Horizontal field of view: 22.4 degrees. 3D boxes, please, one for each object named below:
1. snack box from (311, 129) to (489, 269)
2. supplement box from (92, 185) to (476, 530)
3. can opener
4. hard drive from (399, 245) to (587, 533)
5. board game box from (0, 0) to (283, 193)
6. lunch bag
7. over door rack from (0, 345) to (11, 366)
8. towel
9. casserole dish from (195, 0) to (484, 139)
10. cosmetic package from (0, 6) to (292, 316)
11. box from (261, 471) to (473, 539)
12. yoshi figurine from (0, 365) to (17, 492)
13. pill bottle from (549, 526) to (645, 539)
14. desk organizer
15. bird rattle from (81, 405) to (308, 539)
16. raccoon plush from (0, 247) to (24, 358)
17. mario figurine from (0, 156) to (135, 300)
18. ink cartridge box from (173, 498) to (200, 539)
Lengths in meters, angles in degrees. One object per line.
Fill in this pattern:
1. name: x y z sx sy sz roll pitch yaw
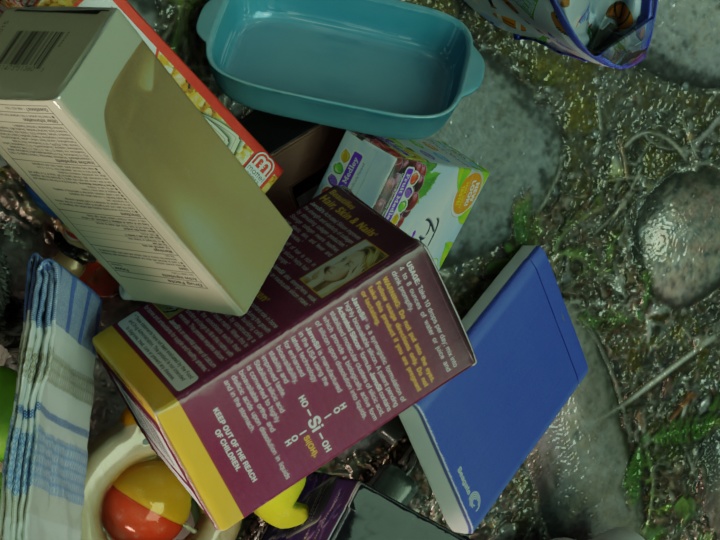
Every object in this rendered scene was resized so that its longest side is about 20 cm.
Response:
1. snack box: 0.000 0.000 1.313 0.142 0.053 0.200 1 120 -60
2. supplement box: -0.050 0.051 1.163 0.200 0.131 0.103 -32 119 -12
3. can opener: 0.016 0.166 1.439 0.066 0.053 0.200 34 82 -1
4. hard drive: 0.109 0.092 1.440 0.200 0.025 0.132 -48 127 -38
5. board game box: -0.158 -0.126 1.166 0.046 0.151 0.200 -50 125 -10
6. lunch bag: 0.124 -0.247 1.303 0.124 0.170 0.200 -33 119 -15
7. over door rack: -0.312 0.106 1.189 0.147 0.067 0.201 16 96 -36
8. towel: -0.189 0.100 1.137 0.024 0.147 0.201 2 77 7
9. casserole dish: -0.015 -0.143 1.253 0.199 0.121 0.039 13 137 2
10. cosmetic package: -0.139 -0.063 1.077 0.200 0.105 0.071 53 56 -41
11. box: -0.014 0.232 1.297 0.104 0.200 0.148 30 79 -11
12. yoshi figurine: -0.239 0.120 1.098 0.112 0.200 0.112 -37 126 22
13. pill bottle: 0.156 0.293 1.518 0.200 0.120 0.120 -21 115 -26
14. desk organizer: -0.040 -0.079 1.307 0.200 0.072 0.077 -34 122 -20
15. bird rattle: -0.136 0.177 1.273 0.163 0.113 0.200 34 98 -23
16. raccoon plush: -0.264 -0.024 1.169 0.200 0.096 0.134 47 36 -60
17. mario figurine: -0.194 -0.039 1.187 0.106 0.124 0.200 -19 144 13
18. ink cartridge box: -0.202 0.223 1.303 0.200 0.048 0.146 -26 118 -27
